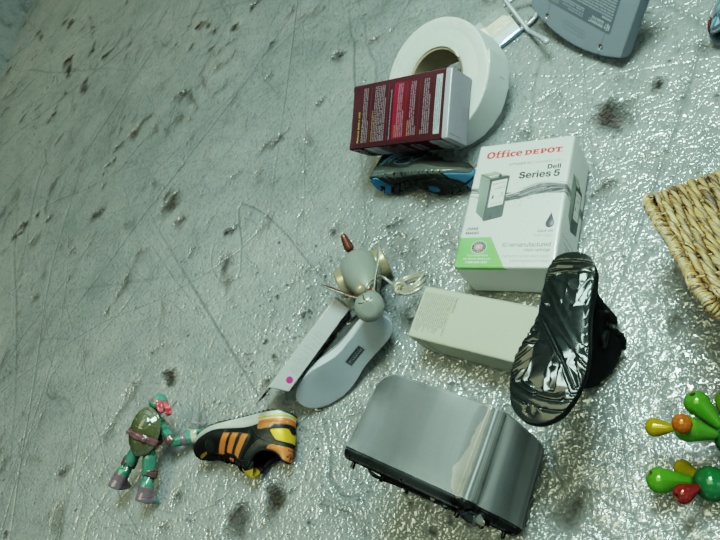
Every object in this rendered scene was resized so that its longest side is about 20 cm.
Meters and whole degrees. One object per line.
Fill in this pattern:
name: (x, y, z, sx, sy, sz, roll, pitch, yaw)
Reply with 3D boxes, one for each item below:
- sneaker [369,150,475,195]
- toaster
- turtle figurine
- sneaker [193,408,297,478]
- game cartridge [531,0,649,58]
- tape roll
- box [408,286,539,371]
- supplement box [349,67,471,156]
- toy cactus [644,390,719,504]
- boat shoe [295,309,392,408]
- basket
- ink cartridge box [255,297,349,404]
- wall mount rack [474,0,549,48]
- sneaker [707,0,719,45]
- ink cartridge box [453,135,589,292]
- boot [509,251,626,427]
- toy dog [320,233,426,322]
sneaker: (0.104, -0.175, 1.033, 0.198, 0.073, 0.083, 9, 69, 38)
toaster: (0.108, 0.220, 0.731, 0.198, 0.181, 0.120, 11, 70, 40)
turtle figurine: (-0.362, 0.291, 1.091, 0.148, 0.100, 0.202, 13, 78, 39)
sneaker: (-0.187, 0.285, 0.981, 0.198, 0.070, 0.091, -22, 51, 22)
game cartridge: (0.349, -0.415, 0.956, 0.040, 0.134, 0.200, -21, 51, -25)
tape roll: (0.143, -0.306, 1.033, 0.201, 0.070, 0.206, -3, 85, 41)
box: (0.170, 0.083, 0.841, 0.198, 0.068, 0.083, 12, 73, 39)
supplement box: (0.076, -0.249, 1.002, 0.198, 0.061, 0.110, 4, 88, 41)
toy cactus: (0.392, 0.184, 0.619, 0.199, 0.102, 0.166, -34, 59, 2)
boat shoe: (-0.027, 0.127, 0.964, 0.201, 0.070, 0.066, -51, 17, 15)
basket: (0.406, -0.004, 0.659, 0.147, 0.143, 0.201, -21, 36, 16)
ink cartridge box: (-0.087, 0.131, 0.979, 0.037, 0.095, 0.201, 39, 86, 2)
wall mount rack: (0.229, -0.397, 1.072, 0.199, 0.074, 0.175, -36, 68, 15)
sneaker: (0.548, -0.312, 0.803, 0.096, 0.079, 0.200, -59, 39, 6)
ink cartridge box: (0.229, -0.078, 0.879, 0.144, 0.084, 0.202, 0, 65, 36)
boot: (0.243, 0.102, 0.708, 0.076, 0.168, 0.202, 4, 62, 36)
toy dog: (0.000, 0.000, 0.945, 0.131, 0.097, 0.200, -35, 17, -14)
